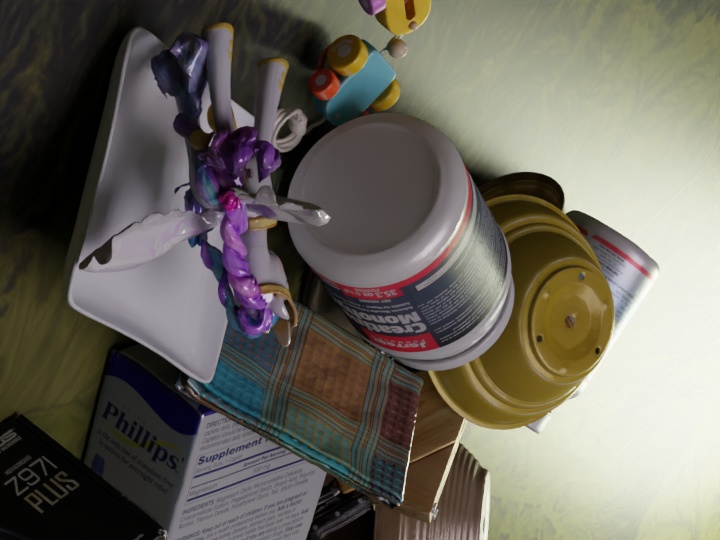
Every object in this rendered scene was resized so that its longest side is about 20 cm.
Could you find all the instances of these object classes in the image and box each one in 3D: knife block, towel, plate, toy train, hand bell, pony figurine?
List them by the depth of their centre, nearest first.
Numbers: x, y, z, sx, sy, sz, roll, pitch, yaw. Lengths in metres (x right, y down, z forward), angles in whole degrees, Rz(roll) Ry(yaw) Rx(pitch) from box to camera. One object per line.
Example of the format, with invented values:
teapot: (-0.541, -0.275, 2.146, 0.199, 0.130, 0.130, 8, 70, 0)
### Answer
pony figurine: (-0.089, -0.056, 1.419, 0.193, 0.166, 0.201, 25, 56, -69)
plate: (-0.140, -0.042, 1.488, 0.199, 0.032, 0.201, 36, 62, -58)
toy train: (-0.019, -0.189, 1.574, 0.150, 0.056, 0.201, -9, 129, -37)
towel: (-0.042, 0.082, 1.621, 0.022, 0.199, 0.147, -46, -159, 38)
knife block: (-0.004, 0.140, 1.821, 0.064, 0.175, 0.201, 84, 27, -77)
hand bell: (0.162, 0.019, 1.926, 0.104, 0.104, 0.201, -44, 132, -22)

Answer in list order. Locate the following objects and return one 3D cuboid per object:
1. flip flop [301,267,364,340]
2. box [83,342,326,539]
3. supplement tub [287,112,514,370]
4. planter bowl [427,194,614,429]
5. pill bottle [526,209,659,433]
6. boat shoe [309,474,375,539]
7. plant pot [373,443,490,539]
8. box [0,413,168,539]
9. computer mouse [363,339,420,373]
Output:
flip flop: (0.000, 0.000, 1.765, 0.081, 0.057, 0.201, -29, 139, -40)
box: (-0.120, 0.151, 1.683, 0.183, 0.105, 0.201, -15, 130, -49)
supplement tub: (0.036, -0.018, 1.635, 0.141, 0.140, 0.200, -51, 149, -10)
planter bowl: (0.151, 0.039, 1.776, 0.199, 0.083, 0.202, -5, 98, -36)
pill bottle: (0.192, 0.051, 2.045, 0.201, 0.109, 0.109, -56, 150, -1)
boat shoe: (-0.010, 0.229, 1.946, 0.075, 0.075, 0.203, -44, 147, -21)
plant pot: (0.069, 0.230, 1.953, 0.201, 0.092, 0.202, 5, 90, -82)
box: (-0.257, 0.221, 1.489, 0.200, 0.163, 0.086, -36, 144, -30)
computer mouse: (0.052, 0.056, 1.840, 0.139, 0.053, 0.200, -56, 170, -16)
